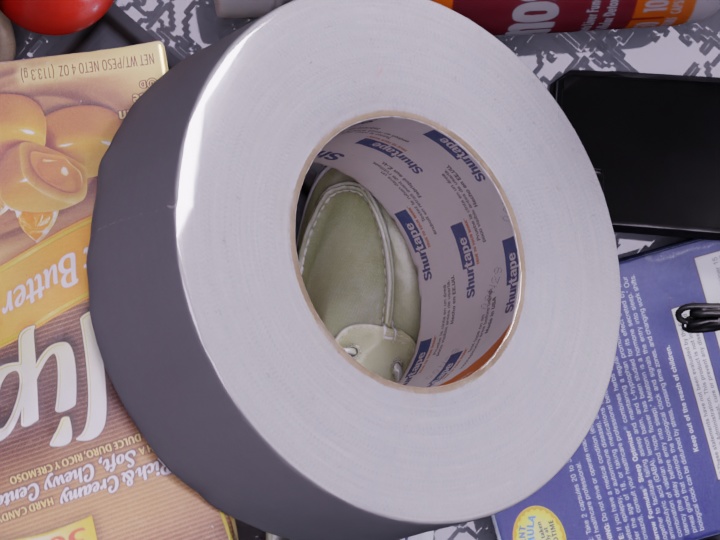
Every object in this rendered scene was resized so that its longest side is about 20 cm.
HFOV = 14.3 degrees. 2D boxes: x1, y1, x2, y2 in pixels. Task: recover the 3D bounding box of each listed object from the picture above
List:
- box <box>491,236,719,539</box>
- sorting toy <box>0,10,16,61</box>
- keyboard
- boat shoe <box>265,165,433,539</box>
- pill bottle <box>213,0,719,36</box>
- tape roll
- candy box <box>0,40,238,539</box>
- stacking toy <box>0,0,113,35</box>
[{"bbox_3d":[0.139,0.048,1.172,0.200,0.032,0.121,-15,91,-8],"label":"box"},{"bbox_3d":[-0.256,-0.137,1.130,0.200,0.036,0.185,-18,92,-6],"label":"sorting toy"},{"bbox_3d":[0.173,-0.020,1.152,0.200,0.021,0.127,4,60,3],"label":"keyboard"},{"bbox_3d":[-0.002,0.051,1.131,0.072,0.062,0.200,0,91,29],"label":"boat shoe"},{"bbox_3d":[0.040,-0.147,1.124,0.200,0.113,0.113,-4,90,-5],"label":"pill bottle"},{"bbox_3d":[0.000,0.000,1.058,0.200,0.066,0.201,11,71,-33],"label":"tape roll"},{"bbox_3d":[-0.116,0.022,1.072,0.115,0.055,0.200,-8,80,-5],"label":"candy box"},{"bbox_3d":[-0.189,-0.109,1.093,0.200,0.085,0.085,-3,90,-16],"label":"stacking toy"}]
